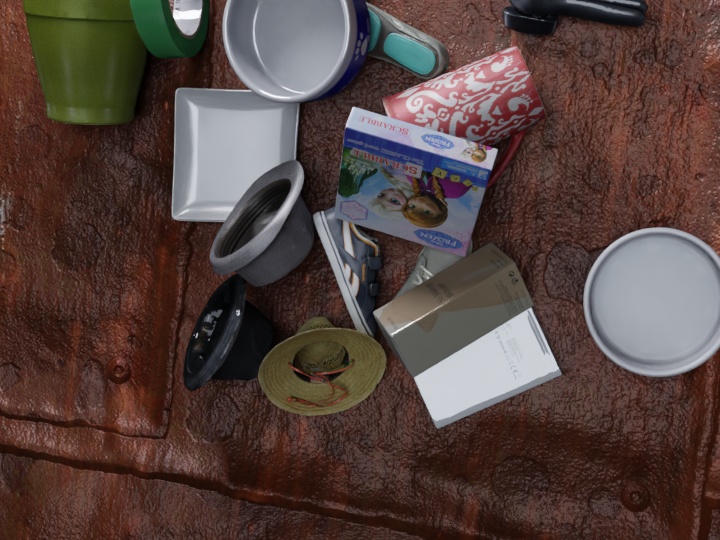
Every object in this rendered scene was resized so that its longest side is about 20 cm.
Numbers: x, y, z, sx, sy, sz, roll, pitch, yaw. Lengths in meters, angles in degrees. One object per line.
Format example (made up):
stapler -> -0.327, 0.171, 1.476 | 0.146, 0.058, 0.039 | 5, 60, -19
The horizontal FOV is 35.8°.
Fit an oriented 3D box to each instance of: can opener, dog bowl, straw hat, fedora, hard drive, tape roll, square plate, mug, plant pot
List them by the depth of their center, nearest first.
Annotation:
dog bowl -> 0.408, 0.041, 1.532 | 0.199, 0.079, 0.202 | 1, 93, 13
can opener -> 0.298, -0.371, 1.550 | 0.198, 0.079, 0.064 | 5, 56, 9
dog bowl -> -0.089, -0.338, 1.570 | 0.199, 0.079, 0.202 | 4, 100, 23
mug -> 0.154, -0.211, 1.570 | 0.199, 0.178, 0.134 | -25, 51, 9
fedora -> -0.125, -0.053, 1.591 | 0.176, 0.201, 0.090 | -23, 123, 40
tape roll -> -0.272, -0.406, 1.596 | 0.048, 0.200, 0.202 | 0, 93, 12
hard drive -> 0.174, 0.129, 1.617 | 0.199, 0.026, 0.133 | -25, 88, 13
straw hat -> -0.061, 0.119, 1.632 | 0.200, 0.201, 0.085 | -23, 46, 13
fedora -> -0.183, 0.102, 1.633 | 0.091, 0.201, 0.201 | 27, 100, -20
plant pot -> -0.400, -0.319, 1.650 | 0.199, 0.200, 0.194 | 8, 107, 12
square plate -> -0.186, -0.171, 1.679 | 0.197, 0.028, 0.202 | 3, 94, 13

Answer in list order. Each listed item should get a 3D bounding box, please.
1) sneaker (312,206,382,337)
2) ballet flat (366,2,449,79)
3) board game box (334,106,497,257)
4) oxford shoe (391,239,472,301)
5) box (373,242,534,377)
sneaker -> 0.000, 0.000, 1.622 | 0.079, 0.078, 0.201 | -20, 96, 0
ballet flat -> 0.039, -0.334, 1.603 | 0.199, 0.064, 0.068 | 33, 115, 14
board game box -> 0.069, -0.115, 1.512 | 0.199, 0.200, 0.041 | 17, 57, 6
oxford shoe -> 0.097, 0.022, 1.613 | 0.075, 0.058, 0.201 | 35, 99, 10
box -> 0.128, 0.054, 1.552 | 0.199, 0.095, 0.078 | -31, 116, -6
